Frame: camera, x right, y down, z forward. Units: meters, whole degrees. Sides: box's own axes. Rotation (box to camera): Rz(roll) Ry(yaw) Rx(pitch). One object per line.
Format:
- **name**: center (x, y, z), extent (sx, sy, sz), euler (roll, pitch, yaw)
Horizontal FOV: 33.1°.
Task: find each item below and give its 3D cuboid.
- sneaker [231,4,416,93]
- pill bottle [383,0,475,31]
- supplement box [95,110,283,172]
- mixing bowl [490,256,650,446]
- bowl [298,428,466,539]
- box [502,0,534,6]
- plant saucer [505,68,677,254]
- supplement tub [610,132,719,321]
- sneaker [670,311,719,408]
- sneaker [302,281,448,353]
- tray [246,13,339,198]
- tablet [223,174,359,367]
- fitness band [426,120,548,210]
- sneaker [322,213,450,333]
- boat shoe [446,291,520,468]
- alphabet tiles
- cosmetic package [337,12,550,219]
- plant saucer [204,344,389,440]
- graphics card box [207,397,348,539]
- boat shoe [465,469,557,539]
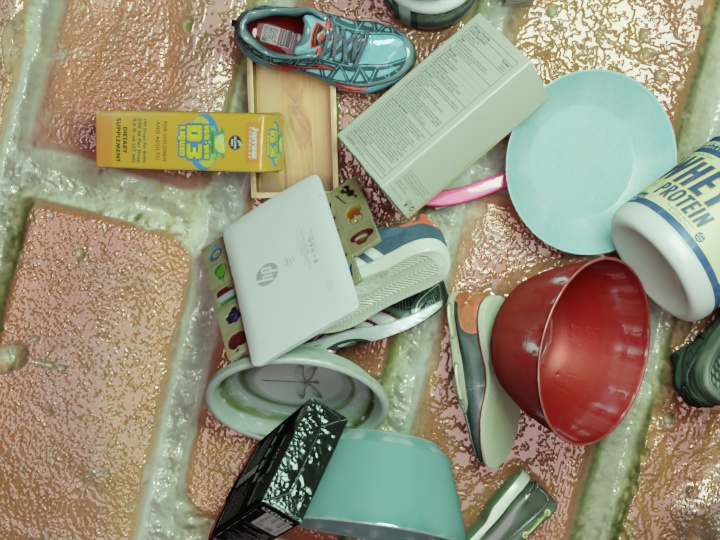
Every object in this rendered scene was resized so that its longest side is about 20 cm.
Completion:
- **sneaker**: center (-0.040, -0.235, 1.284), extent (0.199, 0.096, 0.080), euler (8, 94, 2)
- **pill bottle**: center (0.073, -0.317, 1.256), extent (0.114, 0.200, 0.114), euler (0, 94, 2)
- **supplement box**: center (-0.187, -0.142, 1.327), extent (0.199, 0.069, 0.067), euler (2, 95, 14)
- **mixing bowl**: center (0.211, 0.077, 1.298), extent (0.108, 0.200, 0.201), euler (12, 95, 45)
- **bowl**: center (0.022, 0.234, 1.312), extent (0.200, 0.201, 0.105), euler (7, 73, 2)
- **box**: center (0.166, -0.391, 1.293), extent (0.035, 0.110, 0.201), euler (-4, 94, 3)
- **plant saucer**: center (0.247, -0.119, 1.326), extent (0.200, 0.039, 0.202), euler (-2, 99, -14)
- **supplement tub**: center (0.381, -0.058, 1.276), extent (0.200, 0.145, 0.145), euler (-36, 91, -9)
- **sneaker**: center (0.403, 0.071, 1.332), extent (0.076, 0.114, 0.200), euler (36, 66, -5)
- **sneaker**: center (-0.004, 0.039, 1.343), extent (0.199, 0.080, 0.087), euler (-18, 91, 3)
- **tray**: center (-0.075, -0.182, 1.354), extent (0.098, 0.037, 0.201), euler (-1, 94, 3)
- **tablet**: center (-0.077, -0.003, 1.270), extent (0.130, 0.014, 0.200), euler (-30, 47, 14)
- **fitness band**: center (0.111, -0.149, 1.347), extent (0.199, 0.037, 0.144), euler (-19, 92, 3)
- **sneaker**: center (0.000, 0.000, 1.298), extent (0.200, 0.085, 0.075), euler (-20, 131, 11)
- **boat shoe**: center (0.132, 0.120, 1.349), extent (0.062, 0.071, 0.201), euler (6, 108, 40)
- **alphabet tiles**: center (-0.074, -0.015, 1.289), extent (0.200, 0.008, 0.167), euler (-31, 47, 12)
- **cosmetic package**: center (0.086, -0.162, 1.276), extent (0.200, 0.073, 0.104), euler (-39, 52, 3)
- **plant saucer**: center (-0.068, 0.128, 1.319), extent (0.199, 0.200, 0.050), euler (0, 56, 3)
- **graphics card box**: center (-0.090, 0.222, 1.280), extent (0.051, 0.200, 0.126), euler (31, 58, -7)
- **boat shoe**: center (0.136, 0.317, 1.354), extent (0.061, 0.072, 0.201), euler (40, 93, 2)
